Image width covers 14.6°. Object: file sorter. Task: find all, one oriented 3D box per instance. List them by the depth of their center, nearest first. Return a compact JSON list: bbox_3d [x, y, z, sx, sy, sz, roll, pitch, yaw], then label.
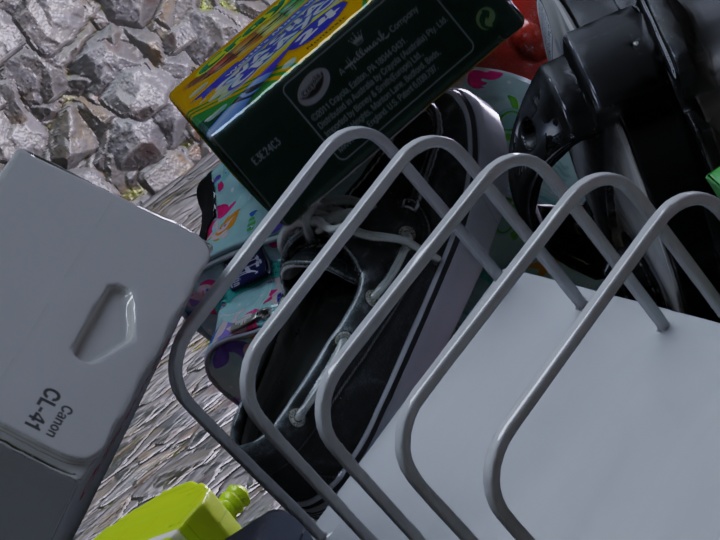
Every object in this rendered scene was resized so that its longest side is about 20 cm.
[{"bbox_3d":[0.048,0.038,0.979,0.200,0.125,0.139,15,63,53],"label":"file sorter"}]

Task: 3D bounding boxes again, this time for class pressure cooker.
[{"bbox_3d":[0.152,-0.065,1.090,0.200,0.176,0.179,-23,24,0],"label":"pressure cooker"}]

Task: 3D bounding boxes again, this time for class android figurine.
[{"bbox_3d":[-0.131,0.177,1.446,0.182,0.041,0.200,-26,16,49],"label":"android figurine"}]

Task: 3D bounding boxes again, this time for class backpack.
[{"bbox_3d":[0.032,0.007,1.281,0.200,0.178,0.151,-27,38,28],"label":"backpack"}]

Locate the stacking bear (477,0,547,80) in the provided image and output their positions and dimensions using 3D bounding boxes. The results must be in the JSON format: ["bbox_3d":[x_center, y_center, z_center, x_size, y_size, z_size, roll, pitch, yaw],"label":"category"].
[{"bbox_3d":[0.080,-0.078,1.359,0.114,0.121,0.200,-41,-31,-12],"label":"stacking bear"}]

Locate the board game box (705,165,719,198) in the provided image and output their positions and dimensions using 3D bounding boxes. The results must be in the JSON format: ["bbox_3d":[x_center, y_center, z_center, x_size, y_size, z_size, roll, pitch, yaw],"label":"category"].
[{"bbox_3d":[0.217,-0.018,0.919,0.135,0.029,0.200,-38,38,0],"label":"board game box"}]

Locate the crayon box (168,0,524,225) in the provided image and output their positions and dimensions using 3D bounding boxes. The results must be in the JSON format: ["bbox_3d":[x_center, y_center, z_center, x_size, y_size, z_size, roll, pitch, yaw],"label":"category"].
[{"bbox_3d":[-0.013,-0.089,1.184,0.126,0.052,0.200,-41,12,-2],"label":"crayon box"}]

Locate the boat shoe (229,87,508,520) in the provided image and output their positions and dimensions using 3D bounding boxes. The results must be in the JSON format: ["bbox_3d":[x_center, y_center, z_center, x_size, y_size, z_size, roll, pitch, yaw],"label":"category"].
[{"bbox_3d":[-0.002,0.001,1.129,0.074,0.068,0.200,-8,52,52],"label":"boat shoe"}]

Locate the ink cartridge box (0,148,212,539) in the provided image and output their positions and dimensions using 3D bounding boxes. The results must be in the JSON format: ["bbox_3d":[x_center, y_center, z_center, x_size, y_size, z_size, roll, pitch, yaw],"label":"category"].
[{"bbox_3d":[-0.141,0.078,1.013,0.148,0.086,0.200,-66,2,-53],"label":"ink cartridge box"}]

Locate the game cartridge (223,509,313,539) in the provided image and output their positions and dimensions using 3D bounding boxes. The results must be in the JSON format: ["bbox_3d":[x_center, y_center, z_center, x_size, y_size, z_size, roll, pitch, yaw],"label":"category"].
[{"bbox_3d":[-0.086,0.160,0.956,0.133,0.041,0.200,-38,9,18],"label":"game cartridge"}]
